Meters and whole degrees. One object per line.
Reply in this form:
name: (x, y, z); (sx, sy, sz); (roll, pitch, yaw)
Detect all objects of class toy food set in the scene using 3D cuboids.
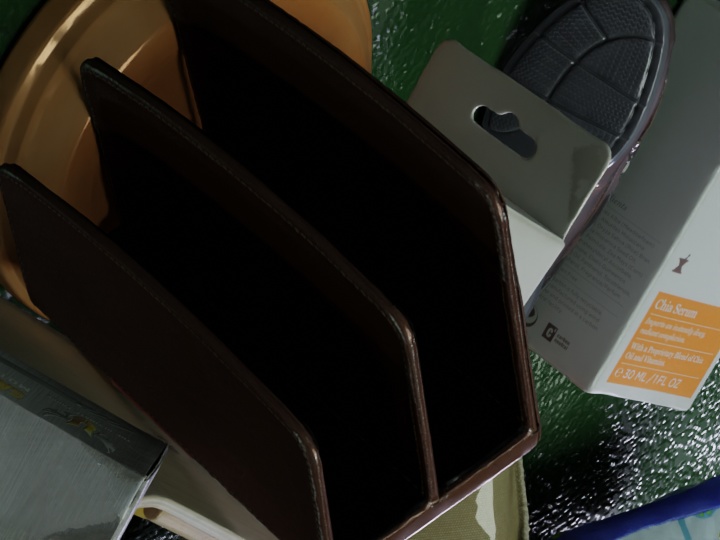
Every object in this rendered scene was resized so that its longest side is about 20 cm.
toy food set: (-0.101, 0.093, 1.035); (0.060, 0.143, 0.200); (-48, 144, 2)

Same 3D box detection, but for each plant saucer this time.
plant saucer: (-0.068, -0.056, 1.033); (0.200, 0.037, 0.200); (-28, 139, -29)

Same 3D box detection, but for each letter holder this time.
letter holder: (-0.040, -0.010, 0.902); (0.100, 0.200, 0.142); (-33, 140, -22)

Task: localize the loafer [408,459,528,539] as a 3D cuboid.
loafer: (0.034, 0.068, 1.123); (0.076, 0.201, 0.067); (-9, 172, -19)

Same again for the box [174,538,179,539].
box: (-0.119, 0.187, 1.119); (0.200, 0.048, 0.122); (-8, 127, -44)

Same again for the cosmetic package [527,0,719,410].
cosmetic package: (0.169, -0.033, 1.276); (0.101, 0.071, 0.200); (12, 111, -50)

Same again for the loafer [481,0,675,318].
loafer: (0.094, -0.056, 1.194); (0.063, 0.072, 0.200); (-26, 147, -59)

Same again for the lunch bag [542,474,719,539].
lunch bag: (0.136, 0.203, 1.398); (0.170, 0.127, 0.200); (-15, 140, -39)

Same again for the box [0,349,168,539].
box: (-0.193, 0.085, 0.896); (0.159, 0.200, 0.048); (-60, 180, 13)

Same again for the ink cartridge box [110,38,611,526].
ink cartridge box: (0.000, 0.000, 1.025); (0.067, 0.116, 0.200); (26, 99, -52)
